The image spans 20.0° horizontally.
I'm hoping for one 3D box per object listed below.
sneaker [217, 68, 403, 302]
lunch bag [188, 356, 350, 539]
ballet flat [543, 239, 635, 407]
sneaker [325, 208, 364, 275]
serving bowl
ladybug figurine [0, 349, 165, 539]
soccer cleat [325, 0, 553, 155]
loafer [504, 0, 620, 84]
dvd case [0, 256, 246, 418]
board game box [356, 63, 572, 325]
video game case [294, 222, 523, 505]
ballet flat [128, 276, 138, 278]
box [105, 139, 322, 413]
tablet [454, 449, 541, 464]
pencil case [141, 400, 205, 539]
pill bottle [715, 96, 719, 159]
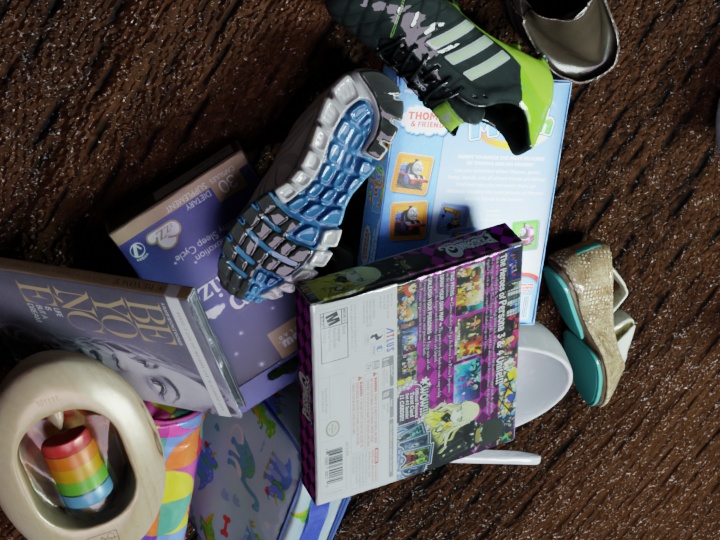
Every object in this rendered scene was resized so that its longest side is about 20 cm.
[{"bbox_3d":[-0.039,-0.065,1.525,0.075,0.087,0.201,35,96,-17],"label":"sneaker"},{"bbox_3d":[-0.078,0.171,1.713,0.082,0.161,0.201,-12,137,-34],"label":"lunch bag"},{"bbox_3d":[0.210,0.046,1.786,0.065,0.071,0.201,-32,143,-10],"label":"ballet flat"},{"bbox_3d":[0.000,0.000,1.650,0.090,0.067,0.200,19,121,-33],"label":"sneaker"},{"bbox_3d":[0.079,0.082,1.748,0.198,0.066,0.200,-8,153,-4],"label":"serving bowl"},{"bbox_3d":[-0.225,0.142,1.597,0.135,0.072,0.201,-18,123,-8],"label":"ladybug figurine"},{"bbox_3d":[0.059,-0.150,1.484,0.199,0.082,0.067,24,156,-27],"label":"soccer cleat"},{"bbox_3d":[0.142,-0.198,1.498,0.073,0.072,0.200,-30,137,9],"label":"loafer"},{"bbox_3d":[-0.196,0.051,1.566,0.199,0.016,0.149,8,143,22],"label":"dvd case"},{"bbox_3d":[0.078,-0.057,1.584,0.150,0.037,0.202,1,109,-23],"label":"board game box"},{"bbox_3d":[0.038,0.074,1.574,0.180,0.036,0.201,-17,129,-19],"label":"video game case"},{"bbox_3d":[-0.139,0.038,1.639,0.198,0.068,0.062,8,148,-20],"label":"ballet flat"},{"bbox_3d":[-0.094,0.013,1.581,0.121,0.032,0.201,-32,116,0],"label":"box"},{"bbox_3d":[0.047,0.165,1.820,0.199,0.014,0.130,4,174,-26],"label":"tablet"},{"bbox_3d":[-0.176,0.174,1.710,0.088,0.089,0.201,-2,123,-21],"label":"pencil case"},{"bbox_3d":[0.399,-0.117,1.662,0.198,0.109,0.109,-3,135,-21],"label":"pill bottle"}]
